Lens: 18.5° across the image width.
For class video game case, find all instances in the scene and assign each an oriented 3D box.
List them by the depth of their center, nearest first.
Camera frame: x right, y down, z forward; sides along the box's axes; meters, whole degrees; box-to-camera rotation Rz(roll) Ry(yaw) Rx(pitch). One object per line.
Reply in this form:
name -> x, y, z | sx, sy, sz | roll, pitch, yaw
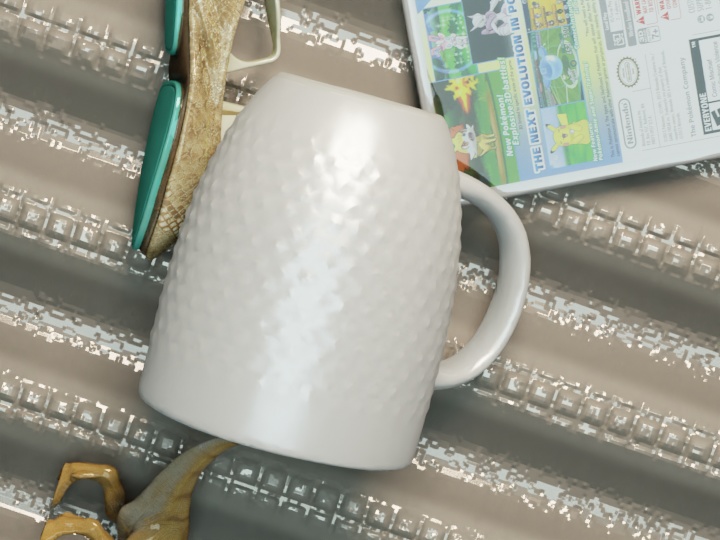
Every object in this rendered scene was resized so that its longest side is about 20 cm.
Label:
video game case -> 0.113, -0.147, 1.177 | 0.181, 0.022, 0.202 | -10, 98, 1

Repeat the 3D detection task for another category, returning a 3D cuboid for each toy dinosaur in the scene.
toy dinosaur -> -0.115, 0.136, 1.195 | 0.106, 0.061, 0.201 | 19, 118, -7

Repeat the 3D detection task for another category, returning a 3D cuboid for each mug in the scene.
mug -> 0.000, 0.000, 1.135 | 0.199, 0.147, 0.177 | 12, 97, -30

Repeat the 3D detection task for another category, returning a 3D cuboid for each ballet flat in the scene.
ballet flat -> -0.076, -0.101, 1.162 | 0.065, 0.071, 0.202 | 7, 101, -16
